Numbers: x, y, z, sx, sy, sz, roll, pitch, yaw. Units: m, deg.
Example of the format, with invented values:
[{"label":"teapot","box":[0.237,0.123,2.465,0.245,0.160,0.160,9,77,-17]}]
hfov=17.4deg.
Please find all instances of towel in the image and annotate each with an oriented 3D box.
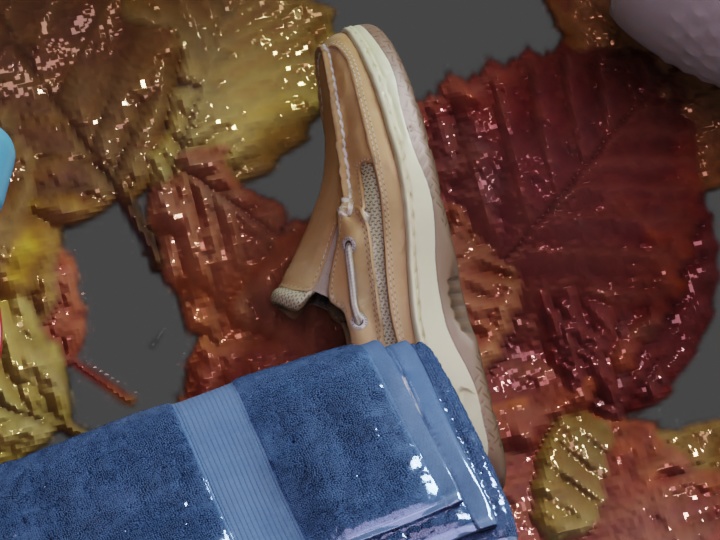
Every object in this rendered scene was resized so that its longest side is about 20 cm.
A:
[{"label":"towel","box":[-0.052,0.091,0.857,0.199,0.049,0.112,-19,52,-9]}]

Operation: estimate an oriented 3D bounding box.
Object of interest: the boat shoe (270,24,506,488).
[{"label":"boat shoe","box":[0.000,0.000,0.945,0.076,0.072,0.201,-13,76,-2]}]

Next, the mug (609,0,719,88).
[{"label":"mug","box":[0.201,-0.152,0.997,0.175,0.148,0.200,9,41,4]}]

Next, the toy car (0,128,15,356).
[{"label":"toy car","box":[-0.213,-0.002,0.834,0.176,0.200,0.185,13,72,-6]}]
